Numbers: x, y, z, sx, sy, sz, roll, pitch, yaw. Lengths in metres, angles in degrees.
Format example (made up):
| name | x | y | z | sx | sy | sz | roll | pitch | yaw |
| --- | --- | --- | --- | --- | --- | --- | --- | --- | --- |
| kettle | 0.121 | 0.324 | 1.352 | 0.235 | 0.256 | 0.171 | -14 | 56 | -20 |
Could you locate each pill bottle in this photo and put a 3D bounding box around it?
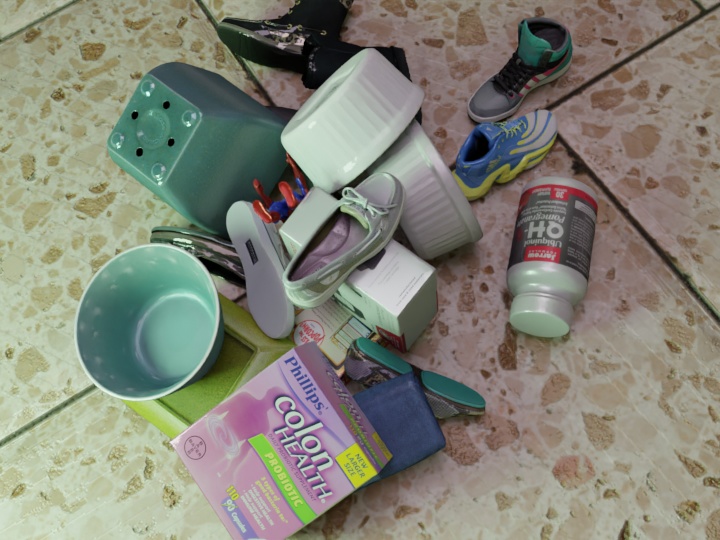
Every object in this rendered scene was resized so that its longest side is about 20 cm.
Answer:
| name | x | y | z | sx | sy | sz | roll | pitch | yaw |
| --- | --- | --- | --- | --- | --- | --- | --- | --- | --- |
| pill bottle | 0.258 | -0.017 | 1.261 | 0.109 | 0.111 | 0.202 | 9 | 66 | 11 |

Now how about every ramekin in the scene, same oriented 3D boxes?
| name | x | y | z | sx | sy | sz | roll | pitch | yaw |
| --- | --- | --- | --- | --- | --- | --- | --- | --- | --- |
| ramekin | -0.017 | -0.207 | 1.260 | 0.098 | 0.200 | 0.201 | 45 | 73 | -16 |
| ramekin | 0.080 | -0.107 | 1.284 | 0.094 | 0.202 | 0.203 | -32 | 65 | 3 |

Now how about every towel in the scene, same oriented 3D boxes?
| name | x | y | z | sx | sy | sz | roll | pitch | yaw |
| --- | --- | --- | --- | --- | --- | --- | --- | --- | --- |
| towel | 0.004 | 0.215 | 1.177 | 0.198 | 0.049 | 0.113 | -27 | 86 | 12 |

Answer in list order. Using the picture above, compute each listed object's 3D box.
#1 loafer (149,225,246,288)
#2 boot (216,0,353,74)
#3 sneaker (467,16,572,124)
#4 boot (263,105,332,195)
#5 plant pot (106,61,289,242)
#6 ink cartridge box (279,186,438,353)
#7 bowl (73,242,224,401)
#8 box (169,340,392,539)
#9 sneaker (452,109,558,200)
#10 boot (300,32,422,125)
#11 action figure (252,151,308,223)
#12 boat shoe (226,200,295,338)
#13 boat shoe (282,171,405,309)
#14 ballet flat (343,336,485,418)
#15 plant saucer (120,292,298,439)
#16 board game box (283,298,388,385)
| name | x | y | z | sx | sy | sz | roll | pitch | yaw |
| --- | --- | --- | --- | --- | --- | --- | --- | --- | --- |
| loafer | -0.218 | -0.015 | 1.338 | 0.198 | 0.072 | 0.064 | 12 | 72 | 10 |
| boot | -0.118 | -0.410 | 1.510 | 0.201 | 0.074 | 0.155 | 17 | 70 | 6 |
| sneaker | 0.244 | -0.311 | 1.397 | 0.199 | 0.121 | 0.084 | -38 | 66 | -12 |
| boot | -0.135 | -0.176 | 1.406 | 0.197 | 0.066 | 0.167 | 5 | 64 | 8 |
| plant pot | -0.238 | -0.179 | 1.310 | 0.196 | 0.200 | 0.197 | 36 | 98 | 20 |
| ink cartridge box | 0.000 | 0.000 | 1.209 | 0.199 | 0.146 | 0.084 | 36 | 75 | 19 |
| bowl | -0.256 | 0.075 | 1.198 | 0.198 | 0.105 | 0.203 | -4 | 73 | 13 |
| box | -0.094 | 0.218 | 1.126 | 0.199 | 0.097 | 0.177 | -36 | 83 | 10 |
| sneaker | 0.214 | -0.185 | 1.349 | 0.200 | 0.105 | 0.076 | -40 | 67 | -12 |
| boot | -0.004 | -0.272 | 1.402 | 0.166 | 0.077 | 0.202 | 2 | 56 | -19 |
| action figure | -0.112 | -0.113 | 1.268 | 0.065 | 0.200 | 0.100 | -32 | 86 | 5 |
| boat shoe | -0.122 | -0.002 | 1.272 | 0.071 | 0.069 | 0.202 | -36 | 66 | 32 |
| boat shoe | -0.019 | -0.044 | 1.114 | 0.074 | 0.065 | 0.202 | 39 | 76 | 20 |
| ballet flat | 0.066 | 0.156 | 1.222 | 0.199 | 0.072 | 0.073 | 26 | 68 | -5 |
| plant saucer | -0.216 | 0.133 | 1.252 | 0.199 | 0.048 | 0.201 | 31 | 83 | 21 |
| board game box | -0.019 | 0.051 | 1.295 | 0.200 | 0.046 | 0.151 | -42 | 67 | -13 |
